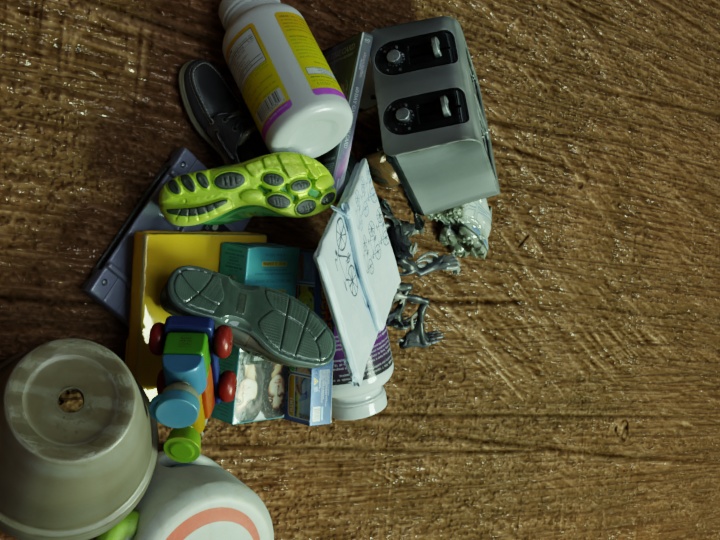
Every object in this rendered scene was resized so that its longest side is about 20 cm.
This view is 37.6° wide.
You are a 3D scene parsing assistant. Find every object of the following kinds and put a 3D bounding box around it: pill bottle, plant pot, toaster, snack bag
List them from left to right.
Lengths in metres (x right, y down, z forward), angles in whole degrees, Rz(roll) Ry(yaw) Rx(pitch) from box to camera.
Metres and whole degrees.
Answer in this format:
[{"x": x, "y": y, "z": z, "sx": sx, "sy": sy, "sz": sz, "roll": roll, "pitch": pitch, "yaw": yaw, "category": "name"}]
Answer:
[{"x": -0.284, "y": 0.147, "z": 1.015, "sx": 0.198, "sy": 0.174, "sz": 0.202, "roll": 8, "pitch": 64, "yaw": -16, "category": "plant pot"}, {"x": -0.092, "y": -0.230, "z": 1.205, "sx": 0.104, "sy": 0.104, "sz": 0.201, "roll": -5, "pitch": 60, "yaw": -41, "category": "pill bottle"}, {"x": -0.021, "y": 0.081, "z": 1.335, "sx": 0.112, "sy": 0.112, "sz": 0.202, "roll": -21, "pitch": 107, "yaw": -38, "category": "pill bottle"}, {"x": 0.000, "y": 0.000, "z": 1.217, "sx": 0.201, "sy": 0.021, "sz": 0.190, "roll": -66, "pitch": 147, "yaw": -51, "category": "snack bag"}, {"x": 0.090, "y": -0.178, "z": 1.285, "sx": 0.200, "sy": 0.118, "sz": 0.182, "roll": 55, "pitch": 26, "yaw": -61, "category": "toaster"}]

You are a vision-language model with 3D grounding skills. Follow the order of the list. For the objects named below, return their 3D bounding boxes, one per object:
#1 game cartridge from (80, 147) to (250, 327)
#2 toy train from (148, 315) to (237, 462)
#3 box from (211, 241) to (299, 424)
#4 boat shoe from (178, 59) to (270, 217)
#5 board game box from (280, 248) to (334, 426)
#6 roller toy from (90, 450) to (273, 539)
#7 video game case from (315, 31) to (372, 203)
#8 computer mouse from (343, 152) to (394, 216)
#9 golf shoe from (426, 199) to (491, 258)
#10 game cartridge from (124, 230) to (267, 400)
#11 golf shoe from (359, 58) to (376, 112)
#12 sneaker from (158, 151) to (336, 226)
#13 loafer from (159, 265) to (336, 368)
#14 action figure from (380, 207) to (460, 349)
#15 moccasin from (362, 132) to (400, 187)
[{"x": -0.214, "y": -0.023, "z": 1.210, "sx": 0.130, "sy": 0.038, "sz": 0.201, "roll": 42, "pitch": 66, "yaw": -31, "category": "game cartridge"}, {"x": -0.177, "y": 0.153, "z": 1.109, "sx": 0.116, "sy": 0.084, "sz": 0.201, "roll": -86, "pitch": 178, "yaw": -47, "category": "toy train"}, {"x": -0.123, "y": 0.070, "z": 1.214, "sx": 0.082, "sy": 0.049, "sz": 0.202, "roll": -1, "pitch": 99, "yaw": -46, "category": "box"}, {"x": -0.139, "y": -0.158, "z": 1.230, "sx": 0.072, "sy": 0.065, "sz": 0.201, "roll": -36, "pitch": 105, "yaw": -38, "category": "boat shoe"}, {"x": -0.086, "y": 0.074, "z": 1.263, "sx": 0.034, "sy": 0.135, "sz": 0.202, "roll": 0, "pitch": 94, "yaw": -41, "category": "board game box"}, {"x": -0.200, "y": 0.302, "z": 1.176, "sx": 0.182, "sy": 0.139, "sz": 0.201, "roll": -35, "pitch": 122, "yaw": -25, "category": "roller toy"}, {"x": -0.040, "y": -0.177, "z": 1.280, "sx": 0.019, "sy": 0.143, "sz": 0.202, "roll": 15, "pitch": 83, "yaw": -24, "category": "video game case"}, {"x": 0.000, "y": -0.102, "z": 1.390, "sx": 0.200, "sy": 0.034, "sz": 0.059, "roll": 46, "pitch": 62, "yaw": -37, "category": "computer mouse"}, {"x": 0.132, "y": -0.106, "z": 1.482, "sx": 0.200, "sy": 0.078, "sz": 0.098, "roll": 56, "pitch": 50, "yaw": -49, "category": "golf shoe"}, {"x": -0.187, "y": 0.056, "z": 1.203, "sx": 0.175, "sy": 0.032, "sz": 0.202, "roll": -1, "pitch": 100, "yaw": -47, "category": "game cartridge"}, {"x": 0.047, "y": -0.276, "z": 1.383, "sx": 0.200, "sy": 0.088, "sz": 0.078, "roll": -42, "pitch": 111, "yaw": -32, "category": "golf shoe"}, {"x": -0.126, "y": -0.091, "z": 1.177, "sx": 0.198, "sy": 0.084, "sz": 0.075, "roll": -5, "pitch": 95, "yaw": -14, "category": "sneaker"}, {"x": -0.123, "y": 0.054, "z": 1.148, "sx": 0.199, "sy": 0.063, "sz": 0.072, "roll": 26, "pitch": 60, "yaw": -18, "category": "loafer"}, {"x": 0.063, "y": -0.003, "z": 1.395, "sx": 0.102, "sy": 0.119, "sz": 0.201, "roll": -24, "pitch": 126, "yaw": -25, "category": "action figure"}, {"x": 0.072, "y": -0.204, "z": 1.430, "sx": 0.201, "sy": 0.073, "sz": 0.078, "roll": -46, "pitch": 129, "yaw": -18, "category": "moccasin"}]
